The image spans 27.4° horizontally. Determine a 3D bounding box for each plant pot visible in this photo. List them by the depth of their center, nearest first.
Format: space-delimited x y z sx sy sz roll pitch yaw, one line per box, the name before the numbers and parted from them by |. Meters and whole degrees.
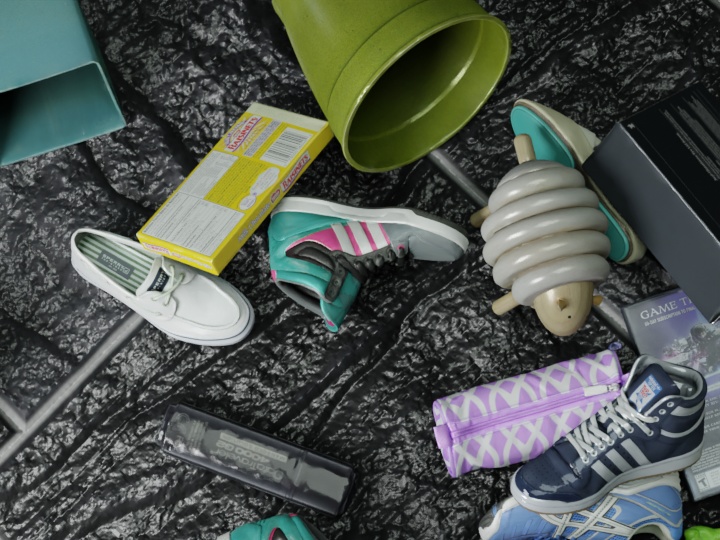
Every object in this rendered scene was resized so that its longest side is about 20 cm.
plant pot | 0.014 -0.237 1.466 0.199 0.201 0.193 -34 65 -7
plant pot | -0.339 -0.240 1.493 0.140 0.142 0.202 -17 69 -3

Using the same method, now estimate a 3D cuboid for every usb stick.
usb stick | -0.099 0.183 1.431 0.198 0.033 0.056 20 84 6

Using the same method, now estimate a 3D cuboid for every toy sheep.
toy sheep | 0.175 -0.035 1.423 0.136 0.138 0.202 -16 78 -3

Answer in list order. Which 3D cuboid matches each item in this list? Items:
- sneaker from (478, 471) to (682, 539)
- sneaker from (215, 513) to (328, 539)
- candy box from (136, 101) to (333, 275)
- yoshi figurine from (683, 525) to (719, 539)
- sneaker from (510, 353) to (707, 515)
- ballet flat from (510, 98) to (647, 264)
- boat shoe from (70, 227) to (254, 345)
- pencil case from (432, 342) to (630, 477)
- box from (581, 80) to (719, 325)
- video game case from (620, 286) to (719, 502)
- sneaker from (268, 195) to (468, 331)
sneaker | 0.210 0.233 1.388 0.198 0.076 0.078 -12 71 0
sneaker | -0.042 0.312 1.375 0.120 0.084 0.201 -29 76 4
candy box | -0.121 -0.084 1.452 0.102 0.027 0.200 17 56 35
yoshi figurine | 0.355 0.251 1.363 0.111 0.112 0.202 16 88 14
sneaker | 0.227 0.145 1.334 0.198 0.109 0.070 -16 42 -19
ballet flat | 0.227 -0.096 1.483 0.069 0.070 0.201 -32 79 -7
boat shoe | -0.200 0.017 1.456 0.198 0.067 0.074 20 77 6
pencil case | 0.166 0.137 1.409 0.198 0.086 0.085 -17 89 -2
box | 0.333 -0.068 1.430 0.141 0.079 0.201 -25 72 -40
video game case | 0.355 0.108 1.446 0.141 0.019 0.202 -18 75 -3
sneaker | 0.000 0.000 1.438 0.198 0.084 0.122 7 71 11
